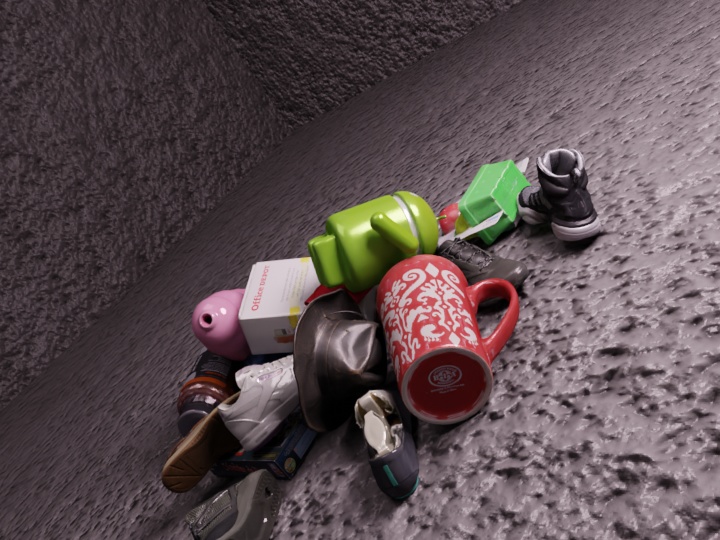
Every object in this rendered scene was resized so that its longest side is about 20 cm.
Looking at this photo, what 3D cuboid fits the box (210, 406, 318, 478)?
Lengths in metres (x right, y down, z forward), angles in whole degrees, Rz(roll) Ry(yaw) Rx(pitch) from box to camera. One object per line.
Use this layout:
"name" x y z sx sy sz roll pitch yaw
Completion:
"box" -0.139 0.244 0.983 0.198 0.038 0.137 -16 29 45

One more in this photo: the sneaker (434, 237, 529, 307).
"sneaker" 0.155 -0.003 0.946 0.076 0.092 0.199 -37 19 -30

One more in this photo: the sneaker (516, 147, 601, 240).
"sneaker" 0.280 -0.123 0.948 0.074 0.116 0.200 -17 22 -5

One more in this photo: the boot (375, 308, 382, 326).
"boot" 0.053 -0.004 1.097 0.073 0.075 0.202 -31 33 59

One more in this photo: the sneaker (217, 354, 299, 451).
"sneaker" -0.115 0.152 0.905 0.200 0.100 0.075 -46 -2 -5

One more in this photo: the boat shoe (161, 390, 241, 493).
"boat shoe" -0.213 0.237 0.967 0.200 0.072 0.072 -45 22 -3

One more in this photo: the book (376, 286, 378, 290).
"book" -0.066 0.035 1.211 0.197 0.049 0.133 -21 13 -16

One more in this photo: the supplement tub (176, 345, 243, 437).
"supplement tub" -0.260 0.211 1.157 0.106 0.108 0.201 -30 21 18

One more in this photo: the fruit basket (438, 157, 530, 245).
"fruit basket" 0.195 -0.095 1.125 0.200 0.094 0.186 -38 12 49

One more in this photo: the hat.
"hat" -0.009 0.120 0.860 0.080 0.203 0.202 0 36 26

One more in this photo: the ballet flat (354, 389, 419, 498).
"ballet flat" 0.028 0.185 0.787 0.073 0.073 0.200 -34 20 8

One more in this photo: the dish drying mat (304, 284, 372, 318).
"dish drying mat" 0.000 0.000 1.006 0.076 0.018 0.200 17 44 30

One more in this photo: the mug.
"mug" 0.105 0.070 0.812 0.177 0.133 0.201 -43 21 17

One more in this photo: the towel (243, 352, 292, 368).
"towel" -0.097 0.134 1.074 0.197 0.049 0.112 -24 21 -6

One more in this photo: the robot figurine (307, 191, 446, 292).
"robot figurine" 0.026 -0.042 0.944 0.197 0.118 0.175 -21 7 -11

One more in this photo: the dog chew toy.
"dog chew toy" -0.220 0.088 1.101 0.124 0.126 0.200 -35 -12 4

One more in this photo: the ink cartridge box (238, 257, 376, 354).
"ink cartridge box" -0.079 0.051 1.045 0.196 0.084 0.146 -5 37 8

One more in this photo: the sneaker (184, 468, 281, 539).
"sneaker" -0.172 0.337 0.787 0.113 0.077 0.200 -31 18 21
